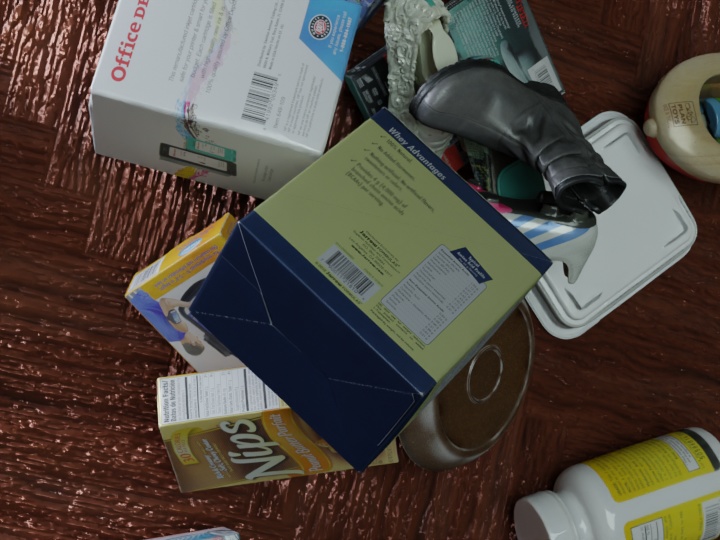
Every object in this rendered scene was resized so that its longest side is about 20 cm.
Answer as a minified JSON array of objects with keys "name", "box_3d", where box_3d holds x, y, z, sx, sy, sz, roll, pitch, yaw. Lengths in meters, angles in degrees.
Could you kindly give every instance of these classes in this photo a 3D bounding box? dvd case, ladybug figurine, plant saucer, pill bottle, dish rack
[{"name":"dvd case","box_3d":[0.093,-0.178,1.575,0.200,0.022,0.146,-36,118,-15]},{"name":"ladybug figurine","box_3d":[0.358,-0.146,1.647,0.200,0.072,0.136,-3,76,-28]},{"name":"plant saucer","box_3d":[0.105,0.093,1.523,0.200,0.032,0.201,-24,121,-46]},{"name":"pill bottle","box_3d":[0.253,0.228,1.579,0.200,0.111,0.112,-15,91,-19]},{"name":"dish rack","box_3d":[0.233,-0.048,1.626,0.200,0.044,0.172,-35,97,-18]}]

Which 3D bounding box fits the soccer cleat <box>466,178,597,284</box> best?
[{"name":"soccer cleat","box_3d":[0.113,-0.034,1.491,0.200,0.070,0.087,10,113,-1]}]

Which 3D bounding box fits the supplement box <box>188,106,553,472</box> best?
[{"name":"supplement box","box_3d":[0.009,0.013,1.353,0.200,0.134,0.200,43,50,7]}]

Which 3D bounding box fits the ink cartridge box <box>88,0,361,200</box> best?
[{"name":"ink cartridge box","box_3d":[-0.119,-0.165,1.431,0.200,0.146,0.147,16,72,-3]}]

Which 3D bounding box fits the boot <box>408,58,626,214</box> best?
[{"name":"boot","box_3d":[0.145,-0.112,1.432,0.200,0.070,0.132,0,47,-42]}]

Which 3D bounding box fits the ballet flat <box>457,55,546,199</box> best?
[{"name":"ballet flat","box_3d":[0.127,-0.104,1.554,0.074,0.074,0.200,-17,100,-18]}]

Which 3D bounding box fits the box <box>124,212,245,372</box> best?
[{"name":"box","box_3d":[-0.098,0.056,1.464,0.119,0.042,0.200,-32,110,27]}]

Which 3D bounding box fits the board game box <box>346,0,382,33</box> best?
[{"name":"board game box","box_3d":[-0.036,-0.292,1.493,0.200,0.200,0.062,42,87,10]}]

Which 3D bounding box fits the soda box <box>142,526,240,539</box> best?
[{"name":"soda box","box_3d":[-0.204,0.273,1.447,0.200,0.068,0.064,-8,89,-17]}]

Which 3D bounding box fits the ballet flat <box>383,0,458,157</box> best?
[{"name":"ballet flat","box_3d":[0.060,-0.162,1.475,0.072,0.072,0.200,-27,134,-18]}]

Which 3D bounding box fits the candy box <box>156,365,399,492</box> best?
[{"name":"candy box","box_3d":[-0.070,0.132,1.445,0.200,0.116,0.055,-9,52,0]}]
